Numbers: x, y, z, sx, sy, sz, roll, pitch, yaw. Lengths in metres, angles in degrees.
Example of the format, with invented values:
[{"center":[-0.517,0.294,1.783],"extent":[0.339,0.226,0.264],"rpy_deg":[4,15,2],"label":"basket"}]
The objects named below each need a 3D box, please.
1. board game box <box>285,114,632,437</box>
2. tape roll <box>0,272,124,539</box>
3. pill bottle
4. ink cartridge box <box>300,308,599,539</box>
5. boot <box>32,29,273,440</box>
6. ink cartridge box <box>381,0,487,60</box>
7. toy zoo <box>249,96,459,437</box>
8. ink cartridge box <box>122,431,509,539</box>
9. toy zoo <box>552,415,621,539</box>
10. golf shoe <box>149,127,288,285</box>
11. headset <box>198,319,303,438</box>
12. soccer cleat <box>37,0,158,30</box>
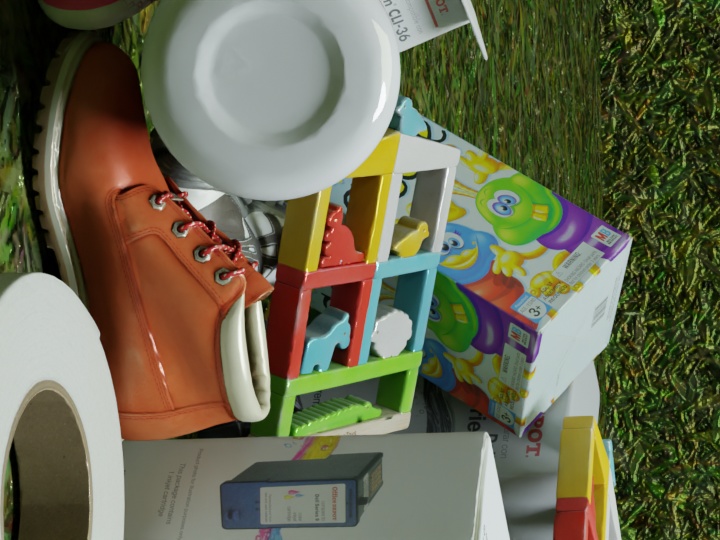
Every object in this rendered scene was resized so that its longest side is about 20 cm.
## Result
[{"center":[0.050,-0.007,1.344],"extent":[0.103,0.200,0.105],"rpy_deg":[-43,153,-34],"label":"board game box"},{"center":[-0.149,0.100,0.929],"extent":[0.203,0.037,0.203],"rpy_deg":[-1,90,-76],"label":"tape roll"},{"center":[-0.041,-0.098,1.016],"extent":[0.200,0.112,0.113],"rpy_deg":[-103,-171,-81],"label":"pill bottle"},{"center":[0.046,0.100,1.400],"extent":[0.084,0.200,0.146],"rpy_deg":[76,19,-44],"label":"ink cartridge box"},{"center":[-0.094,-0.017,1.032],"extent":[0.075,0.107,0.200],"rpy_deg":[-40,125,-70],"label":"boot"},{"center":[0.014,-0.222,1.382],"extent":[0.117,0.067,0.200],"rpy_deg":[61,8,-50],"label":"ink cartridge box"},{"center":[0.000,0.000,1.210],"extent":[0.131,0.020,0.200],"rpy_deg":[-10,114,-54],"label":"toy zoo"},{"center":[-0.025,0.159,1.092],"extent":[0.088,0.200,0.145],"rpy_deg":[-79,161,-44],"label":"ink cartridge box"},{"center":[0.135,0.180,1.295],"extent":[0.131,0.020,0.200],"rpy_deg":[72,20,-46],"label":"toy zoo"},{"center":[-0.082,-0.010,1.187],"extent":[0.200,0.078,0.095],"rpy_deg":[50,58,-67],"label":"golf shoe"},{"center":[-0.040,0.117,1.265],"extent":[0.124,0.094,0.200],"rpy_deg":[-37,113,-73],"label":"headset"},{"center":[-0.105,-0.159,1.076],"extent":[0.200,0.070,0.086],"rpy_deg":[-73,163,-50],"label":"soccer cleat"}]
